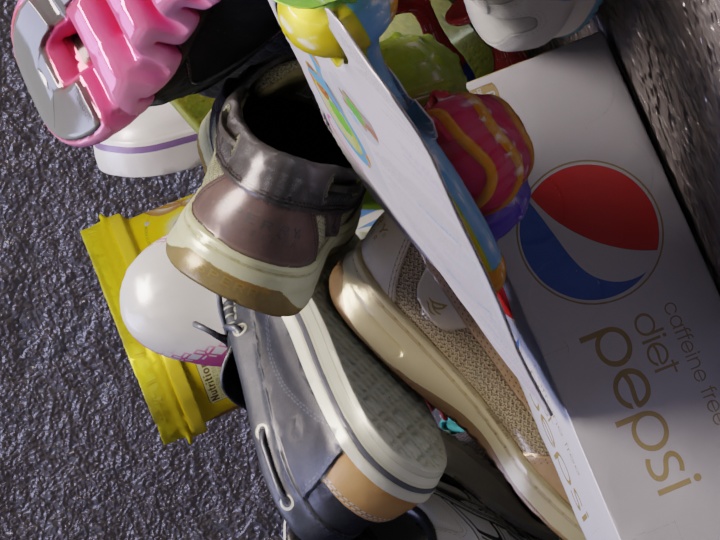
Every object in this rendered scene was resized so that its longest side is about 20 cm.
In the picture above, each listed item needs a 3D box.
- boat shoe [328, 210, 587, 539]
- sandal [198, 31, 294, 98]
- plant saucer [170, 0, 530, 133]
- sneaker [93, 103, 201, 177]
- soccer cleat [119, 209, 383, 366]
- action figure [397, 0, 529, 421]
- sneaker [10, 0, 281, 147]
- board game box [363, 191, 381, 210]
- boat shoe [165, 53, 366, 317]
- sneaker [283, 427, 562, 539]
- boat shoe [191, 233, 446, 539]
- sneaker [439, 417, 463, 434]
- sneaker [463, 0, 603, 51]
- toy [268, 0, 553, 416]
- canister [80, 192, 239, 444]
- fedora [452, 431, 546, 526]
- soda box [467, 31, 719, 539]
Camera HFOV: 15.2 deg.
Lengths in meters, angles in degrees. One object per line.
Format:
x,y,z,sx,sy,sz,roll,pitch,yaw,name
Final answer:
0.080,0.047,0.991,0.200,0.065,0.071,41,-157,0,boat shoe
-0.044,-0.138,1.027,0.200,0.076,0.043,111,147,-56,sandal
-0.034,-0.130,1.123,0.200,0.048,0.200,49,146,-11,plant saucer
-0.063,-0.130,1.273,0.073,0.200,0.114,10,129,41,sneaker
0.000,0.000,1.144,0.086,0.200,0.070,157,107,-72,soccer cleat
0.045,-0.010,1.055,0.065,0.099,0.200,8,137,41,action figure
-0.038,-0.116,0.960,0.200,0.095,0.079,-34,73,41,sneaker
0.004,-0.043,1.325,0.200,0.048,0.102,-95,4,-57,board game box
-0.022,-0.046,0.997,0.072,0.066,0.201,29,-159,-4,boat shoe
0.057,0.132,1.021,0.200,0.088,0.076,27,116,24,sneaker
-0.025,0.027,1.030,0.075,0.062,0.200,27,-154,-37,boat shoe
0.071,0.067,1.278,0.078,0.080,0.200,83,165,-72,sneaker
0.032,-0.125,0.851,0.200,0.081,0.077,77,169,-68,sneaker
0.021,-0.046,0.848,0.115,0.047,0.200,53,179,34,toy
-0.049,0.003,1.600,0.087,0.200,0.149,73,173,-48,canister
0.095,0.150,1.109,0.200,0.177,0.090,37,-154,20,fedora
0.089,0.024,0.936,0.064,0.068,0.200,101,147,-76,soda box
